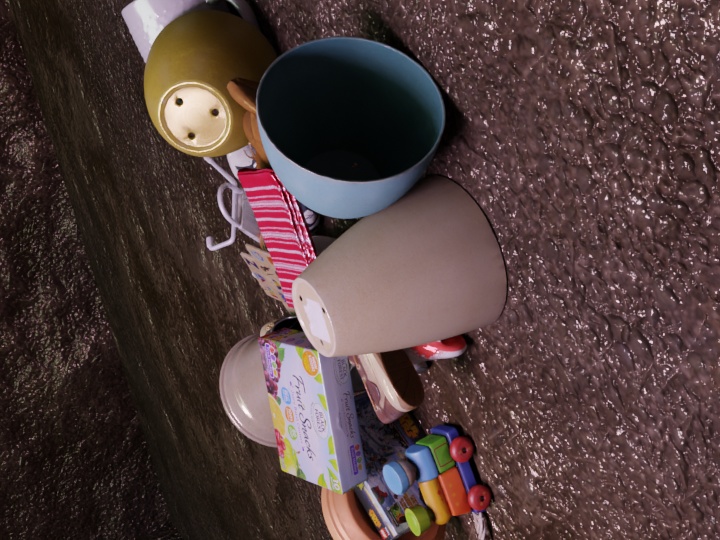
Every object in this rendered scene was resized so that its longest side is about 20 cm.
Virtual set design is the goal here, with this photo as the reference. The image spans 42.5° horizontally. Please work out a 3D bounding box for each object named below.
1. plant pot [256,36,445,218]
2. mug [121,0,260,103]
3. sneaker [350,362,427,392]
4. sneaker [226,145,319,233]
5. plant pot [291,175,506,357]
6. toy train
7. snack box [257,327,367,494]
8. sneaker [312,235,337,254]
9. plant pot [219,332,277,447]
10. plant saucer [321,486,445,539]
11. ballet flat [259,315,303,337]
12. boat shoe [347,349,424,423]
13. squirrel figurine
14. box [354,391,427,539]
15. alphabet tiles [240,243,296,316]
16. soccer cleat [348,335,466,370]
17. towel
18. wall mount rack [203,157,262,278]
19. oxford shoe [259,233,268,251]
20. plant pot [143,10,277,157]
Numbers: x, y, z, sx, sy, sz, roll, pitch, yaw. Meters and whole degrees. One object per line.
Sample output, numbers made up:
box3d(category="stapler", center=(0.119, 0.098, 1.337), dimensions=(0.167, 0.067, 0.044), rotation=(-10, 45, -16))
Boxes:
box3d(category="plant pot", center=(-0.015, -0.135, 1.017), dimensions=(0.201, 0.199, 0.135), rotation=(54, 157, 24))
box3d(category="mug", center=(-0.230, -0.336, 1.365), dimensions=(0.198, 0.148, 0.177), rotation=(-16, 105, 35))
box3d(category="sneaker", center=(0.027, 0.124, 1.318), dimensions=(0.200, 0.070, 0.081), rotation=(-32, 76, 58))
box3d(category="sneaker", center=(-0.123, -0.153, 1.356), dimensions=(0.200, 0.079, 0.130), rotation=(58, 153, 19))
box3d(category="plant pot", center=(0.030, 0.015, 1.046), dimensions=(0.187, 0.199, 0.189), rotation=(44, 147, 39))
box3d(category="toy train", center=(0.112, 0.322, 1.247), dimensions=(0.084, 0.115, 0.202), rotation=(-7, 105, 65))
box3d(category="snack box", center=(-0.066, 0.188, 1.263), dimensions=(0.141, 0.053, 0.202), rotation=(5, 109, 48))
box3d(category="sneaker", center=(0.000, 0.000, 1.272), dimensions=(0.199, 0.084, 0.073), rotation=(30, 124, 22))
box3d(category="plant pot", center=(-0.104, 0.160, 1.490), dimensions=(0.202, 0.199, 0.183), rotation=(61, 143, 11))
box3d(category="plant saucer", center=(0.040, 0.334, 1.319), dimensions=(0.201, 0.199, 0.038), rotation=(57, 137, 19))
box3d(category="ballet flat", center=(-0.084, 0.083, 1.331), dimensions=(0.199, 0.067, 0.057), rotation=(-4, 137, 50))
box3d(category="boat shoe", center=(0.007, 0.092, 1.138), dimensions=(0.072, 0.072, 0.201), rotation=(-43, 65, 37))
box3d(category="squirrel figurine", center=(-0.079, -0.139, 1.197), dimensions=(0.200, 0.141, 0.187), rotation=(48, 143, 21))
box3d(category="box", center=(0.040, 0.268, 1.317), dimensions=(0.201, 0.136, 0.040), rotation=(58, 138, 20))
box3d(category="alphabet tiles", center=(-0.087, 0.033, 1.331), dimensions=(0.199, 0.006, 0.167), rotation=(21, 152, 39))
box3d(category="soccer cleat", center=(0.052, 0.103, 1.188), dimensions=(0.198, 0.068, 0.086), rotation=(5, 108, 38))
box3d(category="towel", center=(-0.095, -0.035, 1.165), dimensions=(0.144, 0.022, 0.202), rotation=(14, 126, 62))
box3d(category="wall mount rack", center=(-0.180, -0.091, 1.442), dimensions=(0.200, 0.074, 0.176), rotation=(36, -136, -51))
box3d(category="oxford shoe", center=(-0.070, 0.002, 1.379), dimensions=(0.200, 0.071, 0.073), rotation=(46, 152, 3))
box3d(category="plant pot", center=(-0.212, -0.234, 1.266), dimensions=(0.143, 0.197, 0.202), rotation=(-84, -12, -58))
